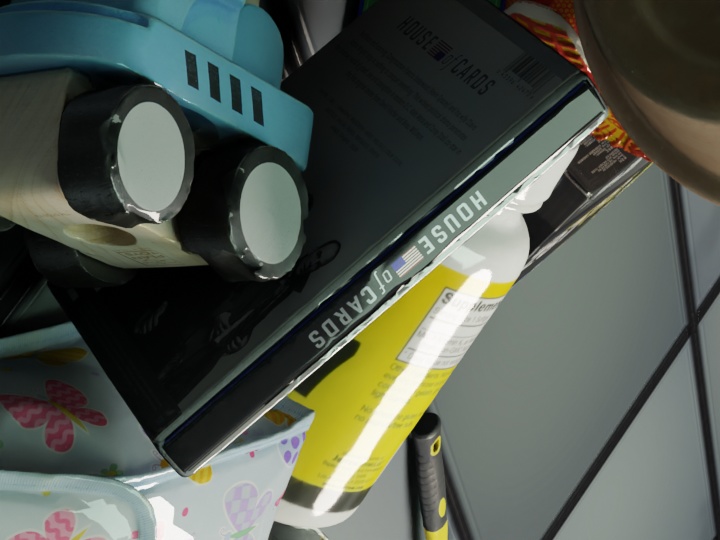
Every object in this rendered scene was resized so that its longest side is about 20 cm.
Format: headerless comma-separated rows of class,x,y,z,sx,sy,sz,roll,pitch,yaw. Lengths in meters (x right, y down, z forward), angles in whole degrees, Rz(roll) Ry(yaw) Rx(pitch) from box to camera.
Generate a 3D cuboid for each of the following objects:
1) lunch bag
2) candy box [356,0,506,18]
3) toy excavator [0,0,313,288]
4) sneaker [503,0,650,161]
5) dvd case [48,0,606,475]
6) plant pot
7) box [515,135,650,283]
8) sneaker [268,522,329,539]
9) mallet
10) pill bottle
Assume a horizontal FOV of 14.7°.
lunch bag,-0.129,0.123,1.086,0.200,0.127,0.170,-11,126,-54
candy box,0.077,-0.160,1.250,0.169,0.077,0.201,-39,148,-45
toy excavator,-0.059,-0.091,1.014,0.194,0.100,0.201,26,68,-50
sneaker,0.118,-0.097,1.220,0.077,0.073,0.200,-63,159,-8
dvd case,-0.017,-0.026,1.042,0.200,0.150,0.025,-40,121,-2
plant pot,0.155,-0.110,1.020,0.201,0.200,0.175,-67,163,14
box,0.111,-0.053,1.415,0.200,0.049,0.161,-38,172,-44
sneaker,-0.057,0.203,1.402,0.077,0.078,0.201,-23,137,-43
mallet,0.038,0.156,1.608,0.066,0.041,0.200,-49,150,-22
pill bottle,0.000,0.000,1.183,0.200,0.114,0.114,-56,160,19
